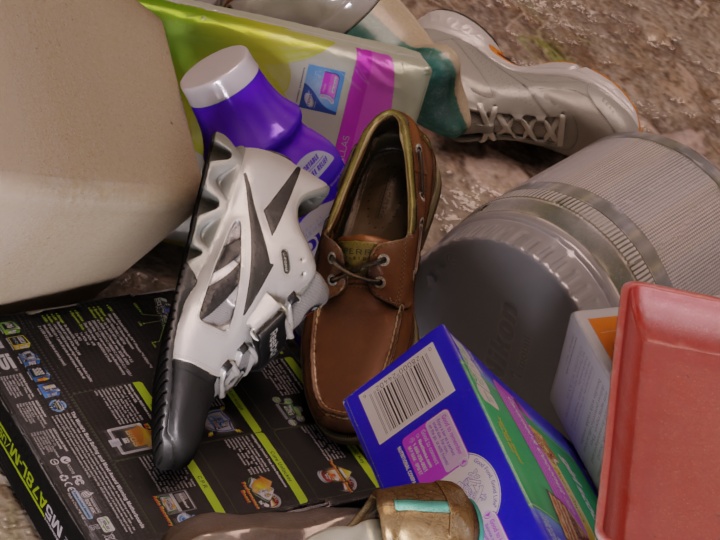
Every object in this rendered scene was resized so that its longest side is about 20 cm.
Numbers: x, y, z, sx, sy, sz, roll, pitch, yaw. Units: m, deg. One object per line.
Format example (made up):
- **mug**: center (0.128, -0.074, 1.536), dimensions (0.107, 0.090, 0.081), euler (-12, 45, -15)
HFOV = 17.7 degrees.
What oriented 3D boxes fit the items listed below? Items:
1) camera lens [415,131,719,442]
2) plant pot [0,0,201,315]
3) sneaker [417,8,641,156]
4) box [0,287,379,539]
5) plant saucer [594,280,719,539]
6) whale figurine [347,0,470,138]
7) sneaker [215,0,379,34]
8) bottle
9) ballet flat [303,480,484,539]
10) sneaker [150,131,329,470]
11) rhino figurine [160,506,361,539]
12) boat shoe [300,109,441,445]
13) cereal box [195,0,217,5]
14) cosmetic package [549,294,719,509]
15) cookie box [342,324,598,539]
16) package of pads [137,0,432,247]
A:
- **camera lens**: center (0.145, 0.012, 1.452), dimensions (0.160, 0.160, 0.200), euler (36, 40, 22)
- **plant pot**: center (-0.211, -0.075, 1.368), dimensions (0.177, 0.200, 0.200), euler (7, 57, -41)
- **sneaker**: center (0.105, -0.114, 1.682), dimensions (0.200, 0.076, 0.092), euler (24, 44, 21)
- **box**: center (-0.112, 0.092, 1.338), dimensions (0.193, 0.048, 0.200), euler (-8, 43, -34)
- **plant saucer**: center (0.221, 0.099, 1.181), dimensions (0.199, 0.037, 0.200), euler (11, 40, 2)
- **whale figurine**: center (-0.013, -0.148, 1.612), dimensions (0.104, 0.159, 0.200), euler (-39, 53, -22)
- **sneaker**: center (-0.082, -0.156, 1.543), dimensions (0.085, 0.200, 0.073), euler (44, 15, -19)
- **bottle**: center (-0.043, -0.043, 1.420), dimensions (0.065, 0.200, 0.084), euler (-2, 36, 45)
- **ballet flat**: center (-0.021, 0.165, 1.147), dimensions (0.072, 0.200, 0.068), euler (15, 47, -33)
- **sneaker**: center (-0.064, 0.022, 1.296), dimensions (0.088, 0.074, 0.201), euler (16, 69, -6)
- **rhino figurine**: center (-0.026, 0.162, 1.249), dimensions (0.199, 0.088, 0.060), euler (-4, 43, -27)
- **boat shoe**: center (0.000, 0.000, 1.353), dimensions (0.072, 0.068, 0.201), euler (2, 63, 12)
- **cereal box**: center (-0.119, -0.213, 1.613), dimensions (0.040, 0.200, 0.144), euler (39, 16, -44)
- **cosmetic package**: center (0.187, 0.107, 1.249), dimensions (0.101, 0.071, 0.200), euler (-7, 43, -19)
- **cookie box**: center (0.095, 0.150, 1.240), dimensions (0.200, 0.075, 0.171), euler (43, 16, -43)
- **package of pads**: center (-0.070, -0.084, 1.491), dimensions (0.199, 0.155, 0.068), euler (13, 15, -10)
